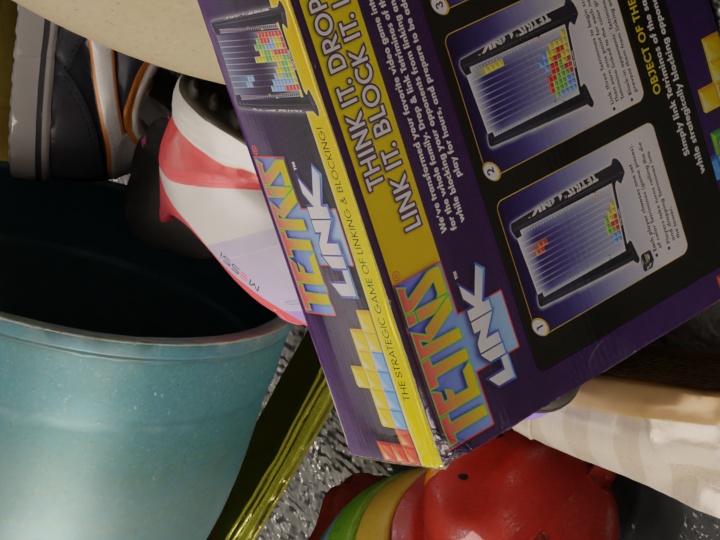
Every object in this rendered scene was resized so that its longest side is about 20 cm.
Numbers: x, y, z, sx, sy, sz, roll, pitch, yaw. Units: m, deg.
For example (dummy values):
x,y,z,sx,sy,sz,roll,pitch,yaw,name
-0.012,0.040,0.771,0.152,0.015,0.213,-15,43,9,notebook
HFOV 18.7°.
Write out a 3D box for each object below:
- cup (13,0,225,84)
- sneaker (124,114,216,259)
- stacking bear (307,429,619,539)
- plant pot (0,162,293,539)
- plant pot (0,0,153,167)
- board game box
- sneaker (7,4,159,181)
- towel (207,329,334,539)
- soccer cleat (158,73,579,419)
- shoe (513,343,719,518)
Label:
x,y,z,sx,sy,sz,roll,pitch,yaw,name
-0.046,-0.148,0.793,0.143,0.201,0.200,45,159,-27,cup
0.007,-0.031,0.898,0.199,0.086,0.081,17,102,29,sneaker
0.039,0.126,0.931,0.114,0.121,0.200,50,146,3,stacking bear
-0.142,0.075,0.932,0.200,0.199,0.189,31,114,43,plant pot
-0.185,-0.093,1.059,0.142,0.200,0.200,35,149,-5,plant pot
0.042,-0.061,0.717,0.057,0.165,0.201,4,116,56,board game box
-0.109,-0.138,0.941,0.078,0.079,0.201,-123,36,-80,sneaker
-0.055,0.099,0.998,0.201,0.018,0.086,-59,15,17,towel
0.000,0.000,0.823,0.200,0.068,0.073,39,129,23,soccer cleat
0.083,0.050,0.834,0.200,0.070,0.054,14,118,51,shoe
